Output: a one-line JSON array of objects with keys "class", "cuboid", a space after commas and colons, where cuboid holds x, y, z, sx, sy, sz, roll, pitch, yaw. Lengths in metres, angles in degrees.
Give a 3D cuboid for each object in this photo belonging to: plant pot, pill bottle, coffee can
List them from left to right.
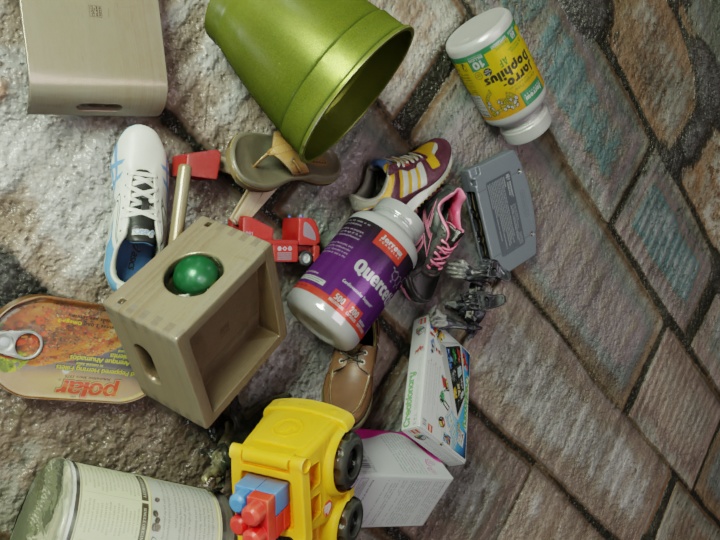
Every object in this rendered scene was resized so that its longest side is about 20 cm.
[{"class": "coffee can", "cuboid": [-0.265, 0.303, 0.737, 0.199, 0.146, 0.147, 28, 79, -36]}, {"class": "plant pot", "cuboid": [-0.074, -0.267, 0.780, 0.193, 0.200, 0.201, 41, 67, 1]}, {"class": "pill bottle", "cuboid": [0.000, 0.000, 0.880, 0.200, 0.112, 0.113, -52, 122, -18]}, {"class": "pill bottle", "cuboid": [0.231, -0.307, 1.065, 0.113, 0.112, 0.200, -50, 122, -21]}]

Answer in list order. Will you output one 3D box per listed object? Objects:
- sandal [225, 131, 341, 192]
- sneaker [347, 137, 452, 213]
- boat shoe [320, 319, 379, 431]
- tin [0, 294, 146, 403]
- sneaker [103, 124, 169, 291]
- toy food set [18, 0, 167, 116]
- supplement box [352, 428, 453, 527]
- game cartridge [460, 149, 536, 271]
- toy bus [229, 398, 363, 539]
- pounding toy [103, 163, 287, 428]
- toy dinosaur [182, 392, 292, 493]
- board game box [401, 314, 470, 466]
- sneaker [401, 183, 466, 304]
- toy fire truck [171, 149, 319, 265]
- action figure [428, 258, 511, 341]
[{"class": "sandal", "cuboid": [-0.090, -0.147, 0.848, 0.199, 0.054, 0.081, -8, 73, -48]}, {"class": "sneaker", "cuboid": [0.063, -0.145, 0.980, 0.200, 0.075, 0.090, -52, 128, -21]}, {"class": "boat shoe", "cuboid": [-0.014, 0.126, 0.903, 0.201, 0.071, 0.068, -81, 175, -52]}, {"class": "tin", "cuboid": [-0.315, 0.090, 0.744, 0.199, 0.042, 0.113, 14, 83, -38]}, {"class": "sneaker", "cuboid": [-0.251, -0.067, 0.754, 0.072, 0.072, 0.201, 4, 92, -35]}, {"class": "toy food set", "cuboid": [-0.296, -0.271, 0.714, 0.143, 0.060, 0.201, -8, 92, -35]}, {"class": "supplement box", "cuboid": [0.021, 0.303, 0.964, 0.199, 0.101, 0.104, 15, 111, -36]}, {"class": "game cartridge", "cuboid": [0.248, -0.101, 1.150, 0.133, 0.040, 0.201, -26, 110, -28]}, {"class": "toy bus", "cuboid": [-0.089, 0.280, 0.781, 0.192, 0.135, 0.201, -32, 124, -64]}, {"class": "pounding toy", "cuboid": [-0.185, 0.025, 0.737, 0.184, 0.142, 0.201, -50, 151, -37]}, {"class": "toy dinosaur", "cuboid": [-0.169, 0.198, 0.850, 0.088, 0.047, 0.200, 46, 37, -5]}, {"class": "board game box", "cuboid": [0.123, 0.185, 1.031, 0.126, 0.034, 0.201, 43, 41, -32]}, {"class": "sneaker", "cuboid": [0.117, -0.044, 1.020, 0.079, 0.095, 0.201, 9, 91, -39]}, {"class": "toy fire truck", "cuboid": [-0.141, -0.077, 0.850, 0.199, 0.049, 0.142, -1, 94, -38]}, {"class": "action figure", "cuboid": [0.167, 0.041, 1.044, 0.101, 0.200, 0.120, 15, 73, -1]}]
